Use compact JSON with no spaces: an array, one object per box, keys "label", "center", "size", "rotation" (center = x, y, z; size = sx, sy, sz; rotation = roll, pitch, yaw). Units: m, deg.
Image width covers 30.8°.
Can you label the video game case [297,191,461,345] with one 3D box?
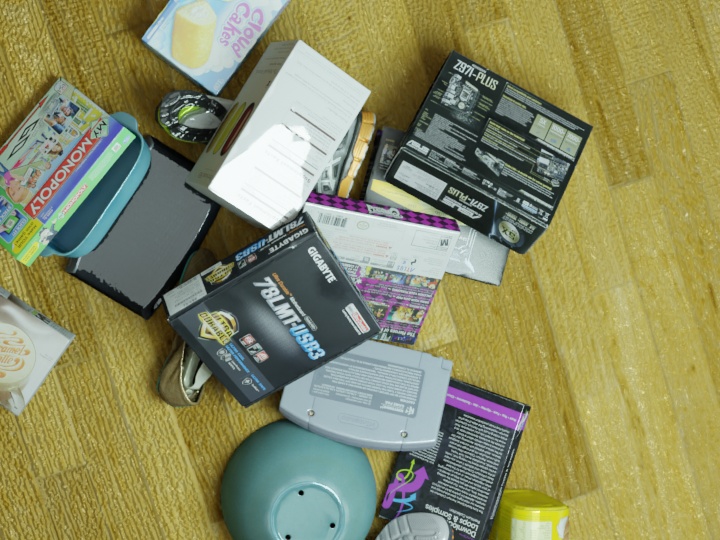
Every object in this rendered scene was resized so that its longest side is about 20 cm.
[{"label":"video game case","center":[0.000,0.000,1.599],"size":[0.200,0.036,0.182],"rotation":[10,124,-16]}]

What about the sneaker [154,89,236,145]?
[{"label":"sneaker","center":[-0.162,-0.180,1.609],"size":[0.200,0.081,0.074],"rotation":[15,93,-27]}]

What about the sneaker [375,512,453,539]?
[{"label":"sneaker","center":[0.064,0.372,1.636],"size":[0.112,0.078,0.200],"rotation":[28,130,-33]}]

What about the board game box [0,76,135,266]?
[{"label":"board game box","center":[-0.378,-0.121,1.567],"size":[0.135,0.029,0.200],"rotation":[37,87,31]}]

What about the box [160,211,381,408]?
[{"label":"box","center":[-0.101,0.051,1.539],"size":[0.198,0.050,0.200],"rotation":[-28,135,4]}]

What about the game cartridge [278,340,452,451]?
[{"label":"game cartridge","center":[0.005,0.152,1.623],"size":[0.200,0.040,0.134],"rotation":[13,61,4]}]

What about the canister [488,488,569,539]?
[{"label":"canister","center":[0.208,0.386,1.645],"size":[0.086,0.149,0.200],"rotation":[1,91,-13]}]

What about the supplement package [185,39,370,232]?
[{"label":"supplement package","center":[-0.098,-0.156,1.532],"size":[0.109,0.114,0.200],"rotation":[33,84,-22]}]

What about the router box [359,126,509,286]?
[{"label":"router box","center":[0.099,-0.080,1.655],"size":[0.200,0.052,0.158],"rotation":[16,90,-8]}]

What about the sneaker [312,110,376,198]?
[{"label":"sneaker","center":[-0.047,-0.114,1.627],"size":[0.077,0.078,0.200],"rotation":[21,80,-6]}]

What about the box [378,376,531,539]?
[{"label":"box","center":[0.118,0.241,1.647],"size":[0.143,0.036,0.200],"rotation":[19,90,28]}]

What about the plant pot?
[{"label":"plant pot","center":[-0.072,0.290,1.610],"size":[0.200,0.135,0.201],"rotation":[0,93,-7]}]

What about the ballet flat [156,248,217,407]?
[{"label":"ballet flat","center":[-0.196,0.076,1.610],"size":[0.068,0.072,0.200],"rotation":[15,91,-51]}]

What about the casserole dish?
[{"label":"casserole dish","center":[-0.325,-0.098,1.579],"size":[0.121,0.039,0.200],"rotation":[30,85,37]}]

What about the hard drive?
[{"label":"hard drive","center":[-0.263,-0.053,1.614],"size":[0.135,0.042,0.200],"rotation":[32,89,-8]}]

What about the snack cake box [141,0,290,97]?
[{"label":"snack cake box","center":[-0.163,-0.324,1.602],"size":[0.115,0.067,0.200],"rotation":[36,88,-7]}]

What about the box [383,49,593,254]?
[{"label":"box","center":[0.155,-0.143,1.585],"size":[0.200,0.086,0.164],"rotation":[28,63,-2]}]

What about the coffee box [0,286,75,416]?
[{"label":"coffee box","center":[-0.461,0.071,1.576],"size":[0.200,0.080,0.114],"rotation":[36,88,-8]}]
